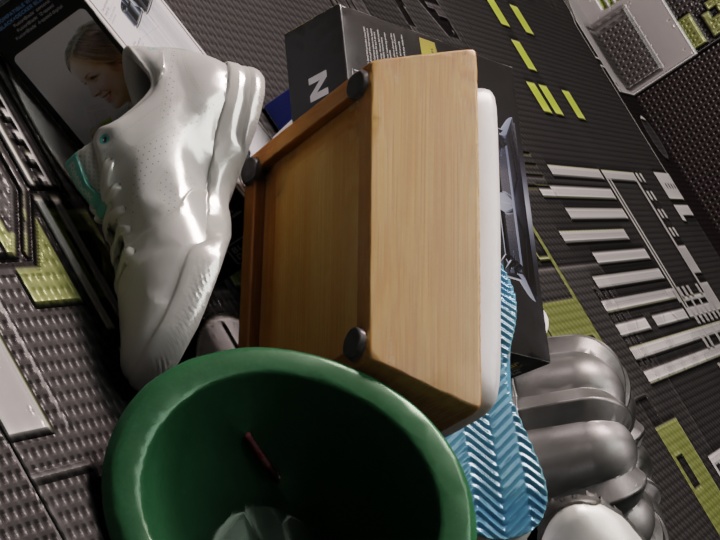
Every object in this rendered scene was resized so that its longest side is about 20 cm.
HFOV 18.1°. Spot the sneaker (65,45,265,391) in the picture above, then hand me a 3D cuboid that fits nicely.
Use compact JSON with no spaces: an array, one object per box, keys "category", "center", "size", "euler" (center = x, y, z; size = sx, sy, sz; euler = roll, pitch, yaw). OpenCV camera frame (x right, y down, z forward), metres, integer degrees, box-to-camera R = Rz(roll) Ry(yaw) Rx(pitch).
[{"category":"sneaker","center":[-0.110,-0.030,1.143],"size":[0.088,0.075,0.201],"euler":[19,53,-12]}]

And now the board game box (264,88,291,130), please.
[{"category":"board game box","center":[0.018,-0.053,1.625],"size":[0.201,0.045,0.134],"euler":[57,16,-1]}]

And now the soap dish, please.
[{"category":"soap dish","center":[0.000,0.000,1.164],"size":[0.081,0.157,0.201],"euler":[17,60,-30]}]

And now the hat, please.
[{"category":"hat","center":[-0.038,0.155,1.087],"size":[0.199,0.176,0.166],"euler":[22,53,-1]}]

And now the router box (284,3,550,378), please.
[{"category":"router box","center":[0.034,-0.043,1.350],"size":[0.157,0.052,0.201],"euler":[15,61,-43]}]

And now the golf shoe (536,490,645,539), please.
[{"category":"golf shoe","center":[0.159,0.231,1.353],"size":[0.094,0.077,0.201],"euler":[-23,94,-87]}]

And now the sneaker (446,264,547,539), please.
[{"category":"sneaker","center":[0.047,0.070,1.231],"size":[0.076,0.081,0.201],"euler":[3,57,-15]}]

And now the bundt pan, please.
[{"category":"bundt pan","center":[0.157,0.133,1.523],"size":[0.202,0.075,0.203],"euler":[-15,90,-80]}]

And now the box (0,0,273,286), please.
[{"category":"box","center":[-0.122,-0.097,1.261],"size":[0.200,0.060,0.117],"euler":[52,17,-21]}]

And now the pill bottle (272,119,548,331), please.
[{"category":"pill bottle","center":[0.028,-0.017,1.463],"size":[0.200,0.114,0.114],"euler":[52,16,-18]}]
